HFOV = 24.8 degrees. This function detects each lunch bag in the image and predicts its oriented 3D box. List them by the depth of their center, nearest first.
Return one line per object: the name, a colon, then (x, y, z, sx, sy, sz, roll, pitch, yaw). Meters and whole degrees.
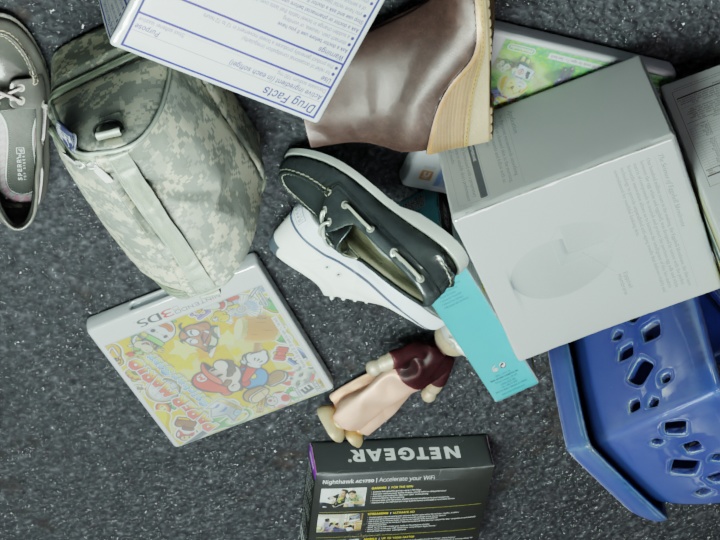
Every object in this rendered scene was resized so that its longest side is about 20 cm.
lunch bag: (-0.167, -0.092, 1.349, 0.139, 0.168, 0.200, -21, 134, 9)

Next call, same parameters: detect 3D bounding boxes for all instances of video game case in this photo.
video game case: (0.158, -0.132, 1.480, 0.199, 0.022, 0.183, 10, 131, -20)
video game case: (-0.146, 0.083, 1.624, 0.181, 0.023, 0.200, -21, 134, 9)

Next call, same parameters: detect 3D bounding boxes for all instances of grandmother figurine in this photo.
grandmother figurine: (0.047, 0.103, 1.663, 0.200, 0.061, 0.121, -38, 157, 20)

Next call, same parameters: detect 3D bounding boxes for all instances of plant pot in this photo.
plant pot: (0.303, 0.124, 1.641, 0.179, 0.201, 0.200, -27, 134, 23)

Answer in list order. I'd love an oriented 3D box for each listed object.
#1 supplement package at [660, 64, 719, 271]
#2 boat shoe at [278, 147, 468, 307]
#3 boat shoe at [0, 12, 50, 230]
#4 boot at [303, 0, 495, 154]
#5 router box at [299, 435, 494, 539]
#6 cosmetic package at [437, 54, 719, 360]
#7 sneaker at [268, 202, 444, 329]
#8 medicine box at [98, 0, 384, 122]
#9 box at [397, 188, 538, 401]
supplement package: (0.373, -0.071, 1.441, 0.150, 0.201, 0.152, -20, 147, 8)
boat shoe: (-0.001, -0.039, 1.429, 0.060, 0.199, 0.076, -49, 152, -21)
boat shoe: (-0.291, -0.120, 1.373, 0.066, 0.057, 0.201, -4, 134, -8)
boot: (0.029, -0.189, 1.367, 0.165, 0.072, 0.201, 1, 119, 7)
router box: (0.039, 0.252, 1.803, 0.198, 0.051, 0.150, -1, 132, -11)
cosmetic package: (0.195, -0.054, 1.461, 0.199, 0.123, 0.200, -19, 134, 10)
sneaker: (0.000, 0.000, 1.550, 0.200, 0.073, 0.071, 36, 128, -26)
medicine box: (-0.076, -0.243, 1.244, 0.181, 0.103, 0.201, 19, 116, -27)
box: (0.100, 0.023, 1.544, 0.049, 0.082, 0.200, -26, 119, 15)
